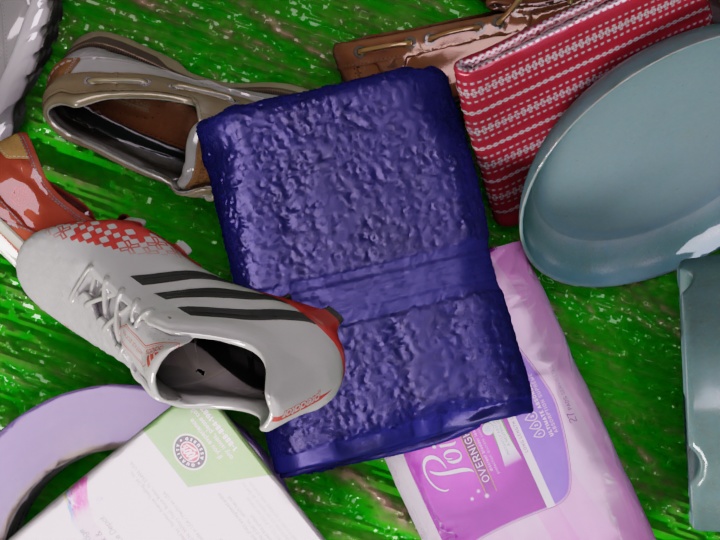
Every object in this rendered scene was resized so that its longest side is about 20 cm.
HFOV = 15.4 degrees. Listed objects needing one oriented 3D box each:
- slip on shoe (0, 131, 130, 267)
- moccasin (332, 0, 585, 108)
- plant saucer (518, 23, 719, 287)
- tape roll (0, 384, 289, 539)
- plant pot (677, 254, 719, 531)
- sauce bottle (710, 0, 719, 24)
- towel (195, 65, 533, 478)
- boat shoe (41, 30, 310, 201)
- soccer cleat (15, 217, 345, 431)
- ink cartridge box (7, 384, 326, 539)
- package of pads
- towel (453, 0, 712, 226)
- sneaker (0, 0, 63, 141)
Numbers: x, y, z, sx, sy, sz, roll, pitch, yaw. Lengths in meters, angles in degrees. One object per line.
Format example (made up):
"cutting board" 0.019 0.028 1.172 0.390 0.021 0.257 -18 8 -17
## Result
"slip on shoe" -0.139 0.001 1.464 0.200 0.074 0.061 43 89 -19
"moccasin" 0.082 -0.144 1.501 0.200 0.074 0.078 -22 95 5
"plant saucer" 0.171 -0.067 1.449 0.199 0.200 0.028 -28 57 -3
"tape roll" -0.130 0.164 1.471 0.198 0.085 0.202 0 88 -1
"plant pot" 0.272 0.063 1.440 0.195 0.200 0.202 -2 87 6
"sauce bottle" 0.202 -0.151 1.463 0.199 0.066 0.066 22 86 -30
"towel" 0.000 0.000 1.425 0.147 0.050 0.201 -13 87 -14
"boat shoe" -0.082 -0.069 1.479 0.199 0.069 0.075 17 123 6
"soccer cleat" -0.102 0.028 1.358 0.199 0.085 0.069 21 123 22
"ink cartridge box" -0.125 0.167 1.395 0.200 0.067 0.117 -39 89 -4
"package of pads" 0.074 0.096 1.483 0.120 0.076 0.201 -25 88 -4
"towel" 0.125 -0.095 1.437 0.144 0.200 0.023 -26 66 -1
"sneaker" -0.218 -0.122 1.486 0.081 0.075 0.201 17 88 -2
